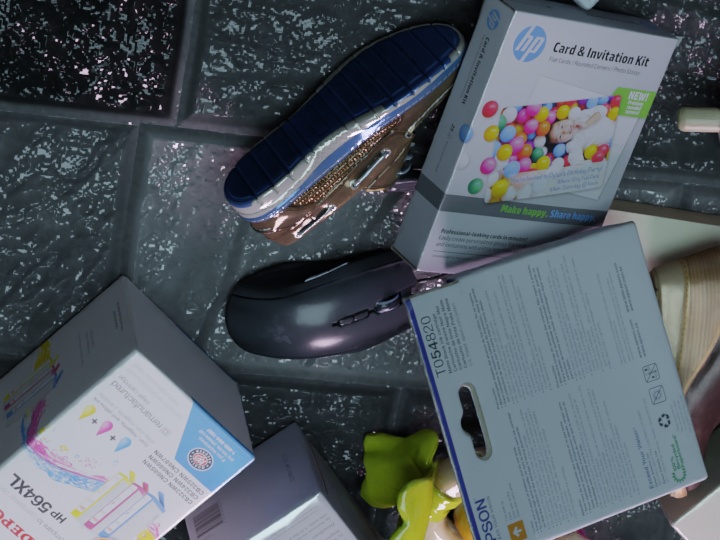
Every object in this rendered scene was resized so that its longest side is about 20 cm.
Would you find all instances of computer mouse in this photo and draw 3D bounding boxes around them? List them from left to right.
[{"bbox_3d":[0.000,0.000,1.603,0.200,0.046,0.140,-7,117,-7],"label":"computer mouse"}]

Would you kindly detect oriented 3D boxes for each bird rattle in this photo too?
[{"bbox_3d":[0.103,0.164,1.680,0.200,0.113,0.163,-21,139,3],"label":"bird rattle"}]

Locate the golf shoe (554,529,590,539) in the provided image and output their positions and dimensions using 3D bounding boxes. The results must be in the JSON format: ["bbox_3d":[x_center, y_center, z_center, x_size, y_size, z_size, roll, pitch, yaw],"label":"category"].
[{"bbox_3d":[0.188,0.284,1.708,0.092,0.075,0.200,-38,114,2],"label":"golf shoe"}]

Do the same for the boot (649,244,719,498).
[{"bbox_3d":[0.300,0.074,1.651,0.166,0.072,0.200,-6,112,-6],"label":"boot"}]

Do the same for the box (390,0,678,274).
[{"bbox_3d":[0.124,-0.090,1.560,0.156,0.041,0.200,5,114,-37],"label":"box"}]

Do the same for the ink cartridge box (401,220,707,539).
[{"bbox_3d":[0.133,0.085,1.559,0.200,0.041,0.200,-17,93,-26],"label":"ink cartridge box"}]

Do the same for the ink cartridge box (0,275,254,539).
[{"bbox_3d":[-0.196,0.131,1.583,0.200,0.125,0.129,-41,116,9],"label":"ink cartridge box"}]

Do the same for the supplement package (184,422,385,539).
[{"bbox_3d":[-0.032,0.238,1.671,0.110,0.114,0.200,-33,116,4],"label":"supplement package"}]

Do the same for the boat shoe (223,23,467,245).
[{"bbox_3d":[-0.001,-0.095,1.552,0.200,0.072,0.072,-36,132,5],"label":"boat shoe"}]

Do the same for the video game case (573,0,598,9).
[{"bbox_3d":[0.162,-0.308,1.489,0.200,0.023,0.182,-46,115,4],"label":"video game case"}]

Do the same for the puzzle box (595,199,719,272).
[{"bbox_3d":[0.214,0.046,1.678,0.133,0.025,0.200,8,113,-15],"label":"puzzle box"}]

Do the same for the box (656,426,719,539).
[{"bbox_3d":[0.331,0.144,1.722,0.200,0.068,0.082,-39,115,9],"label":"box"}]

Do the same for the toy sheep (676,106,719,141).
[{"bbox_3d":[0.326,-0.103,1.571,0.200,0.138,0.138,7,114,-5],"label":"toy sheep"}]
